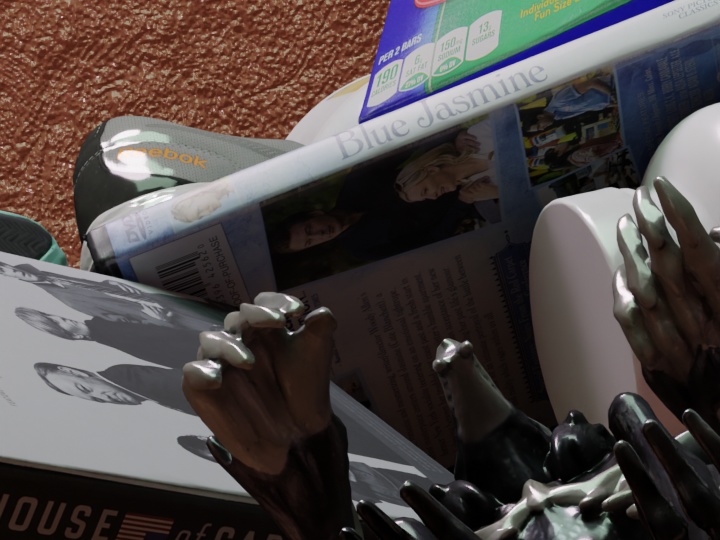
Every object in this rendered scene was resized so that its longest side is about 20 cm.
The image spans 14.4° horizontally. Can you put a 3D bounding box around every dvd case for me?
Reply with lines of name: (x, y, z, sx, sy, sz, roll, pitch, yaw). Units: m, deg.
dvd case: (0.035, 0.003, 0.811, 0.199, 0.143, 0.018, -22, 48, -2)
dvd case: (-0.076, 0.028, 0.661, 0.199, 0.025, 0.150, 12, 15, -36)

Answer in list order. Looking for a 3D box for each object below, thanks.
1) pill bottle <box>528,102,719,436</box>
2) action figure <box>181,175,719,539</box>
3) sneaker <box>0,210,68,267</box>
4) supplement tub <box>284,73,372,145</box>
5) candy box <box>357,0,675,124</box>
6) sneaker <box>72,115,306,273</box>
pill bottle: (0.152, 0.002, 0.765, 0.199, 0.113, 0.112, -11, 3, -15)
action figure: (0.035, 0.039, 0.550, 0.118, 0.102, 0.200, -22, 5, -3)
sneaker: (-0.083, 0.059, 0.906, 0.199, 0.078, 0.140, 21, -49, -27)
supplement tub: (0.038, -0.007, 1.036, 0.144, 0.145, 0.200, -10, 3, -6)
candy box: (0.100, -0.125, 0.884, 0.169, 0.077, 0.200, -23, 37, 37)
sneaker: (0.000, 0.000, 0.864, 0.200, 0.079, 0.074, 20, -58, -34)
